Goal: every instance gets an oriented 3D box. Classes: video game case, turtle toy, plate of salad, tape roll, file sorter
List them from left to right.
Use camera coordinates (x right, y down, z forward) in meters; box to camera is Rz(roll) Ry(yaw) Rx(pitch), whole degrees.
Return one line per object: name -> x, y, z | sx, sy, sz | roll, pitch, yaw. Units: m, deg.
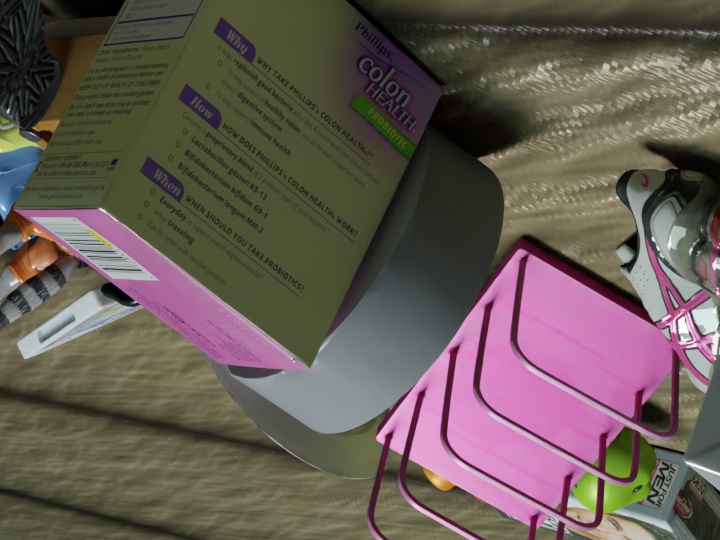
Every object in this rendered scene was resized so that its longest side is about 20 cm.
video game case -> -0.167, 0.015, 1.784 | 0.018, 0.143, 0.200 | 64, 154, 1
plate of salad -> -0.055, 0.087, 1.851 | 0.200, 0.200, 0.048 | 35, 117, -22
tape roll -> 0.000, 0.000, 1.491 | 0.066, 0.201, 0.200 | 34, 160, -23
file sorter -> 0.110, 0.113, 1.615 | 0.139, 0.126, 0.200 | 29, 124, -10
turtle toy -> 0.127, 0.125, 1.777 | 0.199, 0.102, 0.146 | 7, 161, -12

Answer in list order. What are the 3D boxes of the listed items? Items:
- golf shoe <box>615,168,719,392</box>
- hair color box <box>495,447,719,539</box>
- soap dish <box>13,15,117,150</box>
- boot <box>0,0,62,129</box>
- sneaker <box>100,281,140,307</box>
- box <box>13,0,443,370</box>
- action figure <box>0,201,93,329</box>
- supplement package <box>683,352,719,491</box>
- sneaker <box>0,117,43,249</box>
golf shoe -> 0.203, 0.004, 1.445 | 0.092, 0.073, 0.200 | 24, 152, 26
hair color box -> 0.189, 0.177, 1.924 | 0.199, 0.061, 0.099 | 11, 156, 36
soap dish -> -0.126, -0.087, 1.589 | 0.157, 0.082, 0.200 | 1, 151, 38
boot -> -0.293, -0.172, 1.479 | 0.199, 0.066, 0.165 | 30, 163, 12
sneaker -> -0.129, -0.004, 1.564 | 0.071, 0.083, 0.199 | -6, 147, 47
box -> -0.074, -0.073, 1.397 | 0.176, 0.201, 0.096 | 38, 158, -33
action figure -> -0.197, -0.013, 1.772 | 0.200, 0.192, 0.105 | 90, 159, -58
supplement package -> 0.284, 0.093, 1.423 | 0.119, 0.122, 0.200 | 18, 174, 21
sneaker -> -0.265, -0.051, 1.849 | 0.075, 0.105, 0.200 | 24, 159, 24
